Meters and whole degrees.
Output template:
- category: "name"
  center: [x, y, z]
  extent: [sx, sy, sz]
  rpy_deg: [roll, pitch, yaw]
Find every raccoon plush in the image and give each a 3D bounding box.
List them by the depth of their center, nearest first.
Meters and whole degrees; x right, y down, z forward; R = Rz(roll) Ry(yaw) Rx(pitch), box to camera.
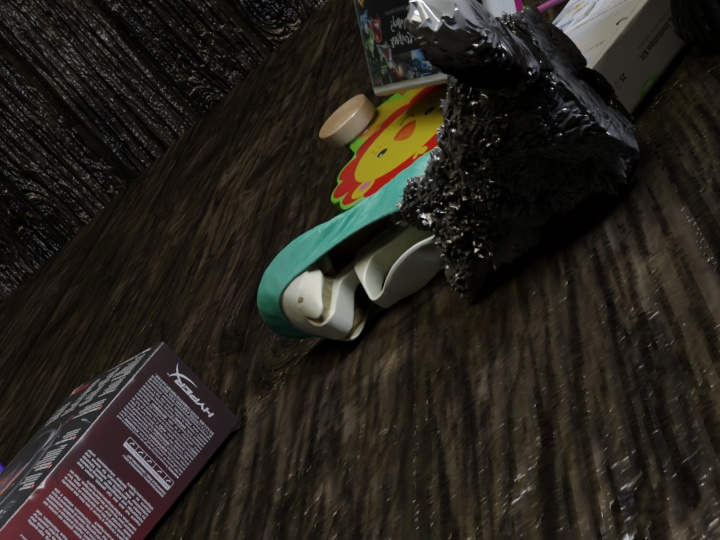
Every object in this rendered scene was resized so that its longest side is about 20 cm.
- category: "raccoon plush"
  center: [0.044, -0.069, 0.894]
  extent: [0.134, 0.200, 0.097]
  rpy_deg: [-40, 45, 21]

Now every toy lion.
- category: "toy lion"
  center: [0.057, -0.111, 1.275]
  extent: [0.200, 0.069, 0.192]
  rpy_deg: [-43, 18, -1]

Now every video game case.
- category: "video game case"
  center: [0.038, -0.214, 1.186]
  extent: [0.023, 0.183, 0.200]
  rpy_deg: [-15, 6, -23]

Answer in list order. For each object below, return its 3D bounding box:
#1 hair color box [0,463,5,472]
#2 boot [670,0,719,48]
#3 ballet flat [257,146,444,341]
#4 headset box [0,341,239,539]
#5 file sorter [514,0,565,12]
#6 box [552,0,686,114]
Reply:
- category: "hair color box"
  center: [-0.341, 0.224, 1.413]
  extent: [0.109, 0.065, 0.200]
  rpy_deg: [-40, 10, 12]
- category: "boot"
  center: [0.157, -0.178, 0.911]
  extent: [0.079, 0.158, 0.211]
  rpy_deg: [-25, 16, 25]
- category: "ballet flat"
  center: [0.000, 0.000, 1.053]
  extent: [0.200, 0.067, 0.071]
  rpy_deg: [-38, 27, 36]
- category: "headset box"
  center: [-0.187, 0.151, 1.112]
  extent: [0.200, 0.075, 0.148]
  rpy_deg: [-51, 13, -33]
- category: "file sorter"
  center: [0.096, -0.254, 1.252]
  extent: [0.125, 0.140, 0.200]
  rpy_deg: [-28, 32, -15]
- category: "box"
  center: [0.141, -0.128, 1.080]
  extent: [0.200, 0.041, 0.156]
  rpy_deg: [-49, 12, -30]
